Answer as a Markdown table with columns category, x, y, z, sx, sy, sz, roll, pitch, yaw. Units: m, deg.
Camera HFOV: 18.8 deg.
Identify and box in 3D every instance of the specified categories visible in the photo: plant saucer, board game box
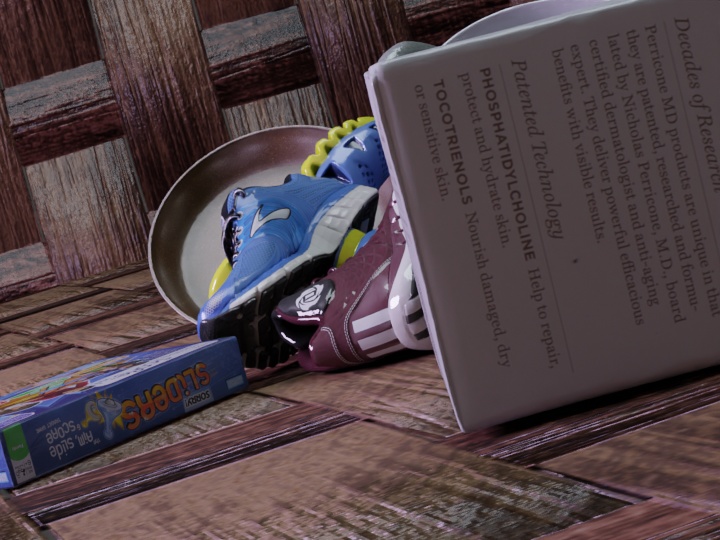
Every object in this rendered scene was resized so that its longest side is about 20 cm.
| category | x | y | z | sx | sy | sz | roll | pitch | yaw |
| --- | --- | --- | --- | --- | --- | --- | --- | --- | --- |
| plant saucer | -0.061 | -0.024 | 1.643 | 0.198 | 0.032 | 0.201 | -8 | 50 | 9 |
| board game box | -0.182 | 0.089 | 1.318 | 0.135 | 0.035 | 0.199 | -11 | 7 | 42 |

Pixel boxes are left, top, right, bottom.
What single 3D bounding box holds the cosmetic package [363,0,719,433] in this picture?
| category | x | y | z | sx | sy | sz | roll | pitch | yaw |
| --- | --- | --- | --- | --- | --- | --- | --- | --- | --- |
| cosmetic package | 0.117 | -0.039 | 1.009 | 0.198 | 0.168 | 0.167 | -15 | 4 | 0 |

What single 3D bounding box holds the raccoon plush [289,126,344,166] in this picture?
| category | x | y | z | sx | sy | sz | roll | pitch | yaw |
| --- | --- | --- | --- | --- | --- | --- | --- | --- | --- |
| raccoon plush | 0.036 | -0.059 | 1.710 | 0.199 | 0.135 | 0.097 | -14 | 3 | 25 |

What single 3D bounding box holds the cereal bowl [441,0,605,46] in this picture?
| category | x | y | z | sx | sy | sz | roll | pitch | yaw |
| --- | --- | --- | --- | --- | --- | --- | --- | --- | --- |
| cereal bowl | 0.136 | -0.092 | 1.469 | 0.198 | 0.084 | 0.201 | -6 | 45 | 6 |

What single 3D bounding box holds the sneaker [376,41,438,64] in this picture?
| category | x | y | z | sx | sy | sz | roll | pitch | yaw |
| --- | --- | --- | --- | --- | --- | --- | --- | --- | --- |
| sneaker | 0.072 | -0.054 | 1.339 | 0.071 | 0.200 | 0.080 | -52 | 17 | -29 |

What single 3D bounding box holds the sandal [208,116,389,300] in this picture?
| category | x | y | z | sx | sy | sz | roll | pitch | yaw |
| --- | --- | --- | --- | --- | --- | --- | --- | --- | --- |
| sandal | -0.020 | -0.024 | 1.566 | 0.087 | 0.080 | 0.201 | 24 | 66 | 25 |

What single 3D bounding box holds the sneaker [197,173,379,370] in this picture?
| category | x | y | z | sx | sy | sz | roll | pitch | yaw |
| --- | --- | --- | --- | --- | --- | --- | --- | --- | --- |
| sneaker | -0.063 | -0.004 | 1.454 | 0.089 | 0.079 | 0.200 | 20 | 33 | 15 |

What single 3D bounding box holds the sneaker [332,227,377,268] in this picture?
| category | x | y | z | sx | sy | sz | roll | pitch | yaw |
| --- | --- | --- | --- | --- | --- | --- | --- | --- | --- |
| sneaker | 0.038 | 0.004 | 1.502 | 0.078 | 0.067 | 0.200 | 13 | 5 | 12 |

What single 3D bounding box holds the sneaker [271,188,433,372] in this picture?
| category | x | y | z | sx | sy | sz | roll | pitch | yaw |
| --- | --- | --- | --- | --- | --- | --- | --- | --- | --- |
| sneaker | 0.000 | 0.000 | 1.351 | 0.115 | 0.076 | 0.200 | -22 | 19 | 15 |
